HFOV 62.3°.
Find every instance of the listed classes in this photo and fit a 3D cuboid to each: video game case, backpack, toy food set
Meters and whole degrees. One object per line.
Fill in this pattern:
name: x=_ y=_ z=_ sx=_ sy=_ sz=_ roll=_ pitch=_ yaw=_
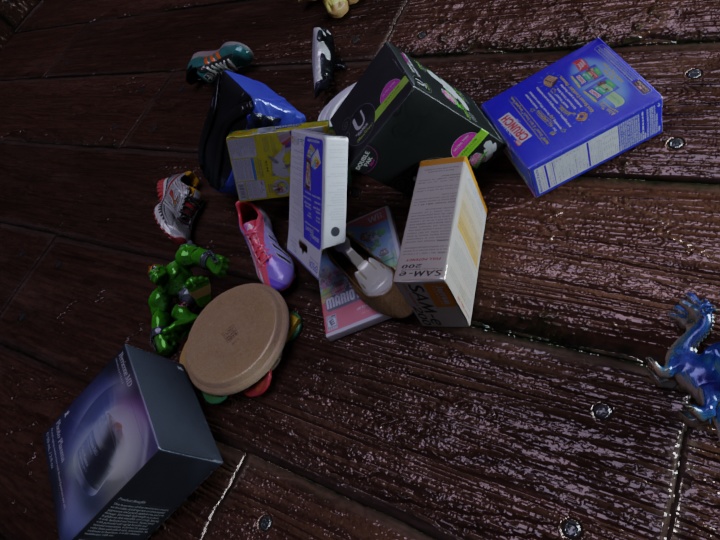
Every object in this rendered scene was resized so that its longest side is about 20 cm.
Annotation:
video game case: x=0.000 y=0.000 z=0.932 sx=0.142 sy=0.017 sz=0.201 roll=-23 pitch=50 yaw=14
backpack: x=-0.204 y=-0.237 z=1.117 sx=0.163 sy=0.167 sz=0.201 roll=50 pitch=121 yaw=45
toy food set: x=-0.193 y=0.111 z=0.940 sx=0.197 sy=0.049 sz=0.201 roll=24 pitch=72 yaw=38

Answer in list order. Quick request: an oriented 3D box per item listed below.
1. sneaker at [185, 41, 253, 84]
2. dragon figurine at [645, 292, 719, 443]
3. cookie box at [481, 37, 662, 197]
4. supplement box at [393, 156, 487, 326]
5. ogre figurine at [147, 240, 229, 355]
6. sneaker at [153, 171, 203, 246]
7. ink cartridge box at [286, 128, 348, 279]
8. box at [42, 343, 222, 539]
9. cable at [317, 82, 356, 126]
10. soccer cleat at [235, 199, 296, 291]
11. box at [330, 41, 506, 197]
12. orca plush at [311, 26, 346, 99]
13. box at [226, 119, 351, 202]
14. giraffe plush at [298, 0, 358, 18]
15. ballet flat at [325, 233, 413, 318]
sneaker: x=-0.341 y=-0.487 z=1.430 sx=0.199 sy=0.071 sz=0.080 roll=0 pitch=63 yaw=35
dragon figurine: x=0.371 y=0.113 z=0.620 sx=0.099 sy=0.059 sz=0.201 roll=-30 pitch=47 yaw=7
cookie box: x=0.306 y=-0.227 z=0.882 sx=0.199 sy=0.075 sz=0.172 roll=-27 pitch=50 yaw=9
supplement box: x=0.115 y=-0.039 z=0.823 sx=0.073 sy=0.126 sz=0.201 roll=-1 pitch=57 yaw=27
ogre figurine: x=-0.309 y=0.037 z=1.026 sx=0.120 sy=0.098 sz=0.201 roll=44 pitch=123 yaw=39
sneaker: x=-0.356 y=-0.129 z=1.179 sx=0.082 sy=0.078 sz=0.201 roll=-25 pitch=50 yaw=9
ink cartridge box: x=-0.069 y=-0.107 z=0.903 sx=0.043 sy=0.202 sz=0.198 roll=-1 pitch=16 yaw=-20
box: x=-0.330 y=0.251 z=0.848 sx=0.198 sy=0.123 sz=0.200 roll=-45 pitch=49 yaw=6
cable: x=0.017 y=-0.271 z=1.076 sx=0.199 sy=0.069 sz=0.201 roll=7 pitch=62 yaw=32
soccer cleat: x=-0.168 y=-0.044 z=1.015 sx=0.066 sy=0.077 sz=0.201 roll=-33 pitch=48 yaw=6
box: x=0.083 y=-0.204 z=0.880 sx=0.149 sy=0.199 sz=0.125 roll=-47 pitch=42 yaw=28
orca plush: x=-0.061 y=-0.435 z=1.234 sx=0.070 sy=0.106 sz=0.201 roll=3 pitch=40 yaw=-10
box: x=-0.118 y=-0.189 z=1.017 sx=0.198 sy=0.118 sz=0.048 roll=-5 pitch=28 yaw=3
giraffe plush: x=-0.095 y=-0.691 z=1.391 sx=0.173 sy=0.200 sz=0.162 roll=-48 pitch=20 yaw=-5
ballet flat: x=0.005 y=-0.005 z=0.871 sx=0.068 sy=0.072 sz=0.200 roll=-42 pitch=48 yaw=-2
